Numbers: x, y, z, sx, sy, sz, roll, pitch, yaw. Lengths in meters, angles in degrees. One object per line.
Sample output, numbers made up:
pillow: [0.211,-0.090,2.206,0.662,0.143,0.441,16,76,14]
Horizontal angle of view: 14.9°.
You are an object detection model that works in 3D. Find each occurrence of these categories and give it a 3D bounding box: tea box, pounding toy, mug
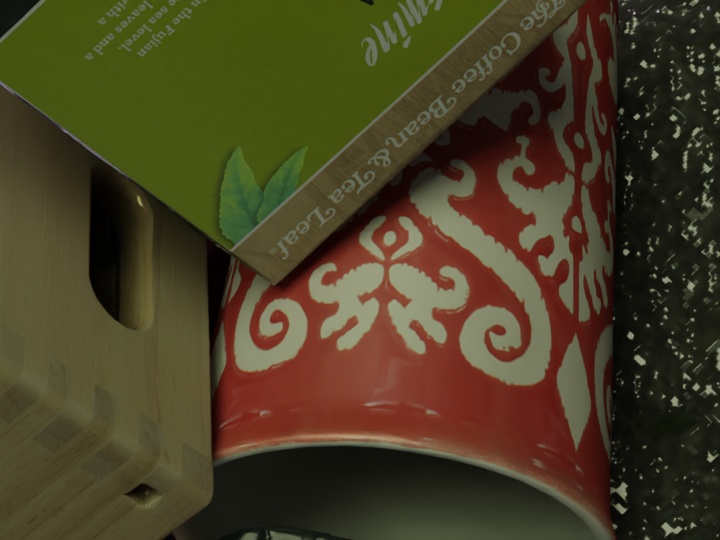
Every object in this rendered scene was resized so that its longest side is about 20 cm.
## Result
tea box: [-0.066,-0.138,0.795,0.134,0.197,0.200,-42,39,13]
pounding toy: [-0.128,0.061,0.820,0.184,0.142,0.200,-37,35,26]
mug: [-0.001,-0.006,0.865,0.177,0.133,0.200,-1,60,17]

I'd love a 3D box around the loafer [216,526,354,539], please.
loafer: [0.045,0.123,0.813,0.200,0.072,0.073,19,78,4]
